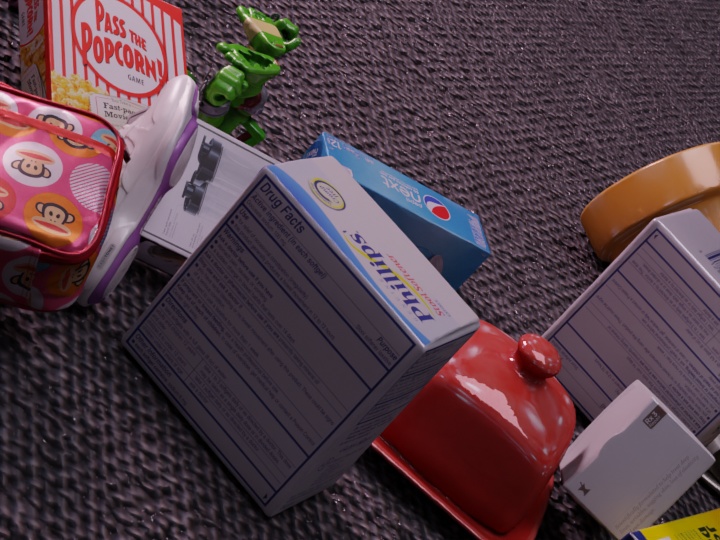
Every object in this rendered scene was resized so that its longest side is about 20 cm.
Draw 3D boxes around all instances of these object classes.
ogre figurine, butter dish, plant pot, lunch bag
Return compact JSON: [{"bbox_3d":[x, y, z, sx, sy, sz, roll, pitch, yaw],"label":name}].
[{"bbox_3d":[-0.120,-0.163,1.791,0.098,0.120,0.200,27,27,-19],"label":"ogre figurine"},{"bbox_3d":[0.112,0.114,1.650,0.200,0.148,0.199,41,24,-2],"label":"butter dish"},{"bbox_3d":[0.378,-0.019,2.213,0.200,0.200,0.184,0,63,-55],"label":"plant pot"},{"bbox_3d":[-0.273,-0.072,1.401,0.200,0.082,0.176,17,45,-9],"label":"lunch bag"}]

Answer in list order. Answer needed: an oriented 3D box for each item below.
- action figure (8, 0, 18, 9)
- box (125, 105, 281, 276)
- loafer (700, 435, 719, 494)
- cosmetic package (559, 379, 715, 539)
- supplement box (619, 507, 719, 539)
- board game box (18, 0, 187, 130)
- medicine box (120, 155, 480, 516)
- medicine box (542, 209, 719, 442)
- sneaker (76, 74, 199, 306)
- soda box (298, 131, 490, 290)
[{"bbox_3d":[-0.275,-0.268,1.804,0.149,0.134,0.200,79,3,-53],"label":"action figure"},{"bbox_3d":[-0.114,-0.044,1.615,0.200,0.060,0.117,26,69,-30],"label":"box"},{"bbox_3d":[0.356,0.173,1.995,0.200,0.070,0.070,42,17,0],"label":"loafer"},{"bbox_3d":[0.240,0.167,1.717,0.081,0.113,0.200,45,6,1],"label":"cosmetic package"},{"bbox_3d":[0.271,0.284,1.650,0.200,0.109,0.110,-2,48,-55],"label":"supplement box"},{"bbox_3d":[-0.218,-0.160,1.667,0.151,0.046,0.200,19,51,-40],"label":"board game box"},{"bbox_3d":[-0.046,0.047,1.465,0.182,0.200,0.103,48,26,13],"label":"medicine box"},{"bbox_3d":[0.303,0.074,1.904,0.182,0.200,0.103,49,28,15],"label":"medicine box"},{"bbox_3d":[-0.194,-0.076,1.498,0.099,0.200,0.075,28,-18,4],"label":"sneaker"},{"bbox_3d":[0.027,-0.052,1.883,0.200,0.068,0.064,27,29,-28],"label":"soda box"}]
